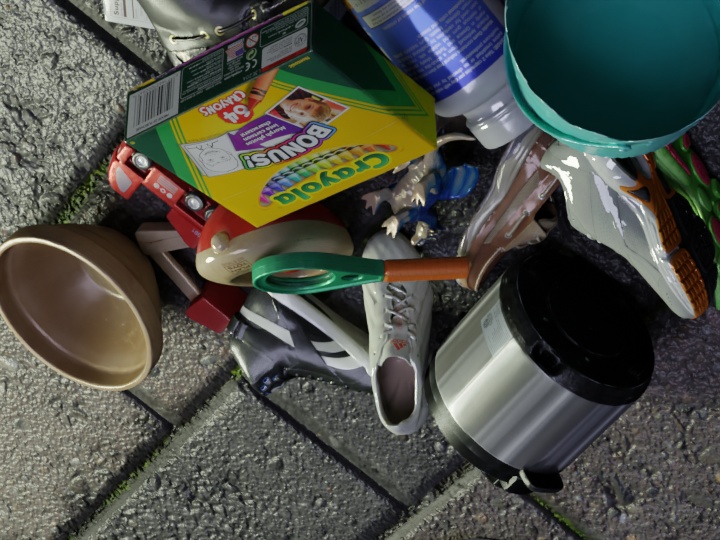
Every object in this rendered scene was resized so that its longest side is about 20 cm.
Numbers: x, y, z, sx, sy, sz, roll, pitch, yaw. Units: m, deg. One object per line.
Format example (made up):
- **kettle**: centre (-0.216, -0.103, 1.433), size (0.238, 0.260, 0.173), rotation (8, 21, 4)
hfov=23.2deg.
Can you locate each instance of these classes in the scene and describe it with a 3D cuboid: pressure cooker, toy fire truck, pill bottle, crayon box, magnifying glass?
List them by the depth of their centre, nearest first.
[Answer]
- **crayon box**: centre (-0.065, -0.125, 1.462), size (0.199, 0.059, 0.172), rotation (-22, 143, 31)
- **pill bottle**: centre (0.078, -0.205, 1.517), size (0.112, 0.112, 0.200), rotation (-30, 109, 35)
- **magnifying glass**: centre (0.000, 0.000, 1.608), size (0.199, 0.023, 0.080), rotation (0, 162, -6)
- **pressure cooker**: centre (0.157, 0.102, 1.665), size (0.178, 0.176, 0.200), rotation (37, 125, -3)
- **toy fire truck**: centre (-0.182, -0.042, 1.776), size (0.200, 0.049, 0.141), rotation (38, 130, -6)

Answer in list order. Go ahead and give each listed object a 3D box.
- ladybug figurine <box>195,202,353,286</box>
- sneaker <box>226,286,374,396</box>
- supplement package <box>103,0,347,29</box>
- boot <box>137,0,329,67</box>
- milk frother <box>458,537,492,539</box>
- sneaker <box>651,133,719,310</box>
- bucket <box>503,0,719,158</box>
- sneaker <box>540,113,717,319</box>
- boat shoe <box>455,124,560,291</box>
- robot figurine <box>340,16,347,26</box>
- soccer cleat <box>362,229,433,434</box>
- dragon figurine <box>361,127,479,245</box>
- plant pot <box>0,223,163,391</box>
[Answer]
- **ladybug figurine**: centre (-0.085, -0.031, 1.675), size (0.135, 0.200, 0.072), rotation (-17, 80, 23)
- **sneaker**: centre (-0.047, 0.100, 1.789), size (0.200, 0.073, 0.112), rotation (38, 103, 3)
- **supplement package**: centre (-0.116, -0.275, 1.542), size (0.199, 0.114, 0.110), rotation (12, 127, 14)
- **boot**: centre (-0.115, -0.248, 1.445), size (0.200, 0.073, 0.151), rotation (-27, 111, 39)
- **milk frother**: centre (0.087, 0.421, 1.908), size (0.180, 0.200, 0.189), rotation (7, 126, 21)
- **sneaker**: centre (0.280, -0.054, 1.579), size (0.084, 0.077, 0.201), rotation (-21, 105, 39)
- **bucket**: centre (0.210, -0.189, 1.408), size (0.206, 0.208, 0.135), rotation (21, 173, 6)
- **sneaker**: centre (0.233, -0.042, 1.526), size (0.092, 0.076, 0.201), rotation (-28, 94, 44)
- **boat shoe**: centre (0.145, -0.052, 1.623), size (0.072, 0.076, 0.200), rotation (29, 131, 5)
- **robot figurine**: centre (-0.064, -0.150, 1.601), size (0.199, 0.151, 0.125), rotation (15, 144, 10)
- **soccer cleat**: centre (0.037, 0.059, 1.700), size (0.069, 0.078, 0.201), rotation (-6, 88, 12)
- **dragon figurine**: centre (0.067, -0.088, 1.601), size (0.059, 0.099, 0.200), rotation (49, 139, 16)
- **plant pot**: centre (-0.278, 0.021, 1.820), size (0.200, 0.093, 0.201), rotation (19, 135, 20)
